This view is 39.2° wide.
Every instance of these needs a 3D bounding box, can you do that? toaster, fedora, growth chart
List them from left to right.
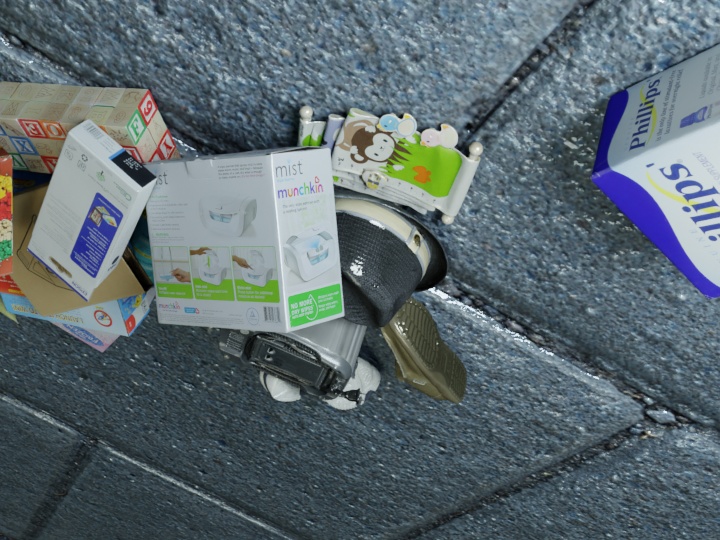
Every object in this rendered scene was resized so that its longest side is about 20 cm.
[{"bbox_3d":[-0.067,0.065,1.231,0.198,0.130,0.114,23,147,-1],"label":"toaster"},{"bbox_3d":[0.000,0.000,1.115,0.198,0.092,0.201,15,153,8],"label":"fedora"},{"bbox_3d":[0.023,-0.111,1.037,0.198,0.018,0.145,15,145,8],"label":"growth chart"}]

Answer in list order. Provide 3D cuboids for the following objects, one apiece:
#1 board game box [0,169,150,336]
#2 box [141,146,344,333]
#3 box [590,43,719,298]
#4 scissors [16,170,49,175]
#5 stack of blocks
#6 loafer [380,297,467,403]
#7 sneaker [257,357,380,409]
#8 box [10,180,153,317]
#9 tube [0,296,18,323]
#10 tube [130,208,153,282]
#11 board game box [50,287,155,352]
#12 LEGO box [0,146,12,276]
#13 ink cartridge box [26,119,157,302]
[{"bbox_3d":[-0.382,-0.024,1.278,0.198,0.056,0.197,10,130,20],"label":"board game box"},{"bbox_3d":[-0.127,-0.034,1.057,0.198,0.096,0.179,0,98,40],"label":"box"},{"bbox_3d":[0.325,-0.087,0.823,0.184,0.106,0.199,39,143,-24],"label":"box"},{"bbox_3d":[-0.354,-0.071,1.304,0.199,0.014,0.073,32,145,-14],"label":"scissors"},{"bbox_3d":[-0.312,-0.146,1.135,0.198,0.059,0.116,7,144,20],"label":"stack of blocks"},{"bbox_3d":[0.068,0.106,1.262,0.067,0.077,0.200,-9,136,29],"label":"loafer"},{"bbox_3d":[-0.071,0.119,1.369,0.198,0.130,0.080,3,122,-41],"label":"sneaker"},{"bbox_3d":[-0.361,-0.025,1.211,0.198,0.021,0.164,-12,119,33],"label":"box"},{"bbox_3d":[-0.572,0.002,1.492,0.051,0.059,0.201,-8,140,16],"label":"tube"},{"bbox_3d":[-0.254,-0.046,1.262,0.077,0.051,0.200,20,141,-14],"label":"tube"},{"bbox_3d":[-0.414,0.023,1.442,0.199,0.041,0.199,33,144,-16],"label":"board game box"},{"bbox_3d":[-0.473,-0.099,1.147,0.200,0.077,0.150,37,129,36],"label":"LEGO box"},{"bbox_3d":[-0.296,-0.061,1.103,0.099,0.039,0.200,40,132,2],"label":"ink cartridge box"}]
